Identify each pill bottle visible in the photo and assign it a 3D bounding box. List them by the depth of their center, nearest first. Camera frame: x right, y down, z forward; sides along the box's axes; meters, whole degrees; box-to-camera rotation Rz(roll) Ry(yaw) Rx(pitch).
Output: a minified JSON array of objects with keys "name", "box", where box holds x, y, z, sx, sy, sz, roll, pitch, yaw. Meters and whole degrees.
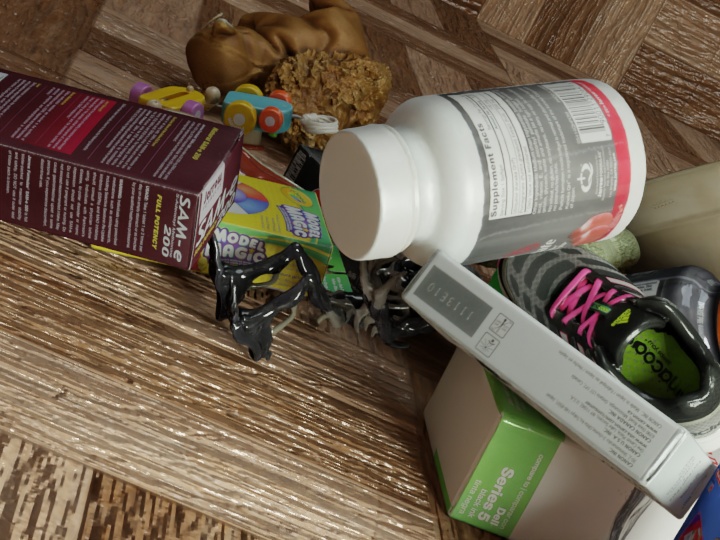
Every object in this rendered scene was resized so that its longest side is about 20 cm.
[{"name":"pill bottle","box":[0.077,-0.062,1.005,0.198,0.112,0.111,-9,35,-28]},{"name":"pill bottle","box":[0.211,0.055,1.160,0.198,0.108,0.106,-9,-5,34]}]

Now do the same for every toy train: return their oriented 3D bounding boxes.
[{"name":"toy train","box":[-0.125,-0.117,1.357,0.198,0.056,0.150,-6,28,-36]}]

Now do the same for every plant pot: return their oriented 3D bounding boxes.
[{"name":"plant pot","box":[0.305,0.001,1.269,0.197,0.176,0.200,-13,-3,-1]}]

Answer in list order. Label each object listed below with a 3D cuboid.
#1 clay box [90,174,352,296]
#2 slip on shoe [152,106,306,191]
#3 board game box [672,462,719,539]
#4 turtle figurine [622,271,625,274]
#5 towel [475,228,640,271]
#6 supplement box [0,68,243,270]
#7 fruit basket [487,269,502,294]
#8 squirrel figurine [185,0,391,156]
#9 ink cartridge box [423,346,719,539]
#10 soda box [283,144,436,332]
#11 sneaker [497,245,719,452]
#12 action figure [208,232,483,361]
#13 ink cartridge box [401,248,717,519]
[{"name":"clay box","box":[-0.100,-0.036,1.155,0.197,0.048,0.115,12,21,-14]},{"name":"slip on shoe","box":[-0.118,-0.069,1.237,0.198,0.074,0.061,29,19,-14]},{"name":"board game box","box":[0.196,0.206,0.827,0.044,0.136,0.200,25,18,-5]},{"name":"turtle figurine","box":[0.228,-0.023,1.440,0.064,0.160,0.201,-40,108,-34]},{"name":"towel","box":[0.107,-0.028,1.210,0.198,0.037,0.148,13,12,29]},{"name":"supplement box","box":[-0.189,-0.072,1.040,0.197,0.062,0.109,14,30,6]},{"name":"fruit basket","box":[0.211,0.045,1.375,0.199,0.094,0.185,19,16,-41]},{"name":"squirrel figurine","box":[-0.076,-0.201,1.567,0.185,0.143,0.200,2,27,-41]},{"name":"ink cartridge box","box":[0.154,0.132,1.053,0.198,0.085,0.146,23,18,-13]},{"name":"soda box","box":[0.005,-0.030,1.321,0.070,0.064,0.200,12,24,-40]},{"name":"sneaker","box":[0.171,0.037,1.030,0.200,0.074,0.088,43,-6,21]},{"name":"action figure","box":[0.000,0.000,1.063,0.197,0.103,0.119,-8,37,-14]},{"name":"ink cartridge box","box":[0.134,0.081,0.966,0.199,0.044,0.174,38,-3,32]}]
